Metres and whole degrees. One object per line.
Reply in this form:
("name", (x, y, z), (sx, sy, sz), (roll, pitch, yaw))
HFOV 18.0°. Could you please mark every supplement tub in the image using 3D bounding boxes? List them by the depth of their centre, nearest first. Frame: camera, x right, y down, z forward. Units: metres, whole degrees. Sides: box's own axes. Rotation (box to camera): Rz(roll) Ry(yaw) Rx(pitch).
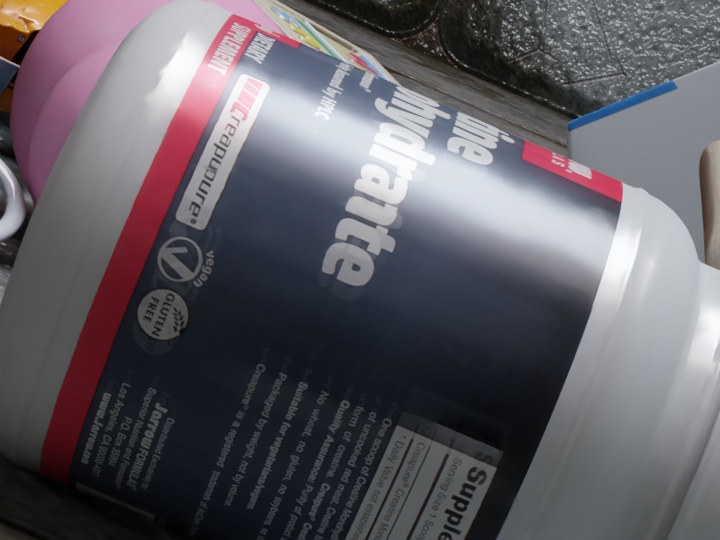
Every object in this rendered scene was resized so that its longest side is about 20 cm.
("supplement tub", (0.007, 0.023, 0.638), (0.199, 0.141, 0.140), (23, 9, -1))

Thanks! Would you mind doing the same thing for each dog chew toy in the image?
("dog chew toy", (-0.077, -0.045, 0.898), (0.124, 0.125, 0.200), (21, 17, -15))

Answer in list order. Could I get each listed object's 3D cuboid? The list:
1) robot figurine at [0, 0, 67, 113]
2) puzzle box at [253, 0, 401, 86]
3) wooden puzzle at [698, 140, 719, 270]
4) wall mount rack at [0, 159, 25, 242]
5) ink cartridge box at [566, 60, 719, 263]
("robot figurine", (-0.142, -0.114, 1.047), (0.199, 0.058, 0.145), (17, 35, -46))
("puzzle box", (0.014, -0.070, 1.164), (0.133, 0.025, 0.200), (23, 20, -51))
("wooden puzzle", (0.205, 0.043, 0.970), (0.201, 0.037, 0.185), (56, 14, -8))
("wall mount rack", (-0.203, -0.093, 0.837), (0.199, 0.075, 0.174), (20, 37, -23))
("ink cartridge box", (0.230, -0.011, 1.205), (0.199, 0.146, 0.147), (16, -27, -42))
